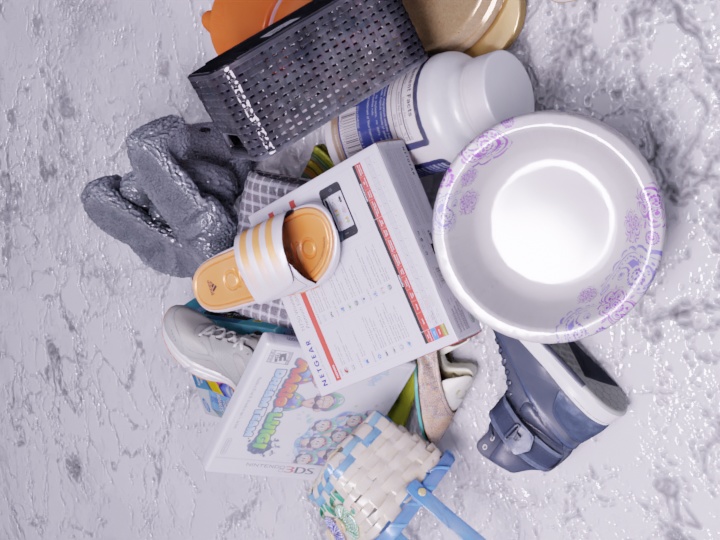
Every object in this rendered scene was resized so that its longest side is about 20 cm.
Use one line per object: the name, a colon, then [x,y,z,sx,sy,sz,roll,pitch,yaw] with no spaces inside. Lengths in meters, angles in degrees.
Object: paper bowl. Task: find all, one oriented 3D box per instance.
paper bowl: [0.170,-0.042,0.927,0.199,0.104,0.202,3,101,15]

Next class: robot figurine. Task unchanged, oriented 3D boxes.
robot figurine: [-0.088,-0.266,1.147,0.199,0.144,0.117,21,128,39]

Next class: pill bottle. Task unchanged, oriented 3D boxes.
pill bottle: [0.068,-0.152,1.025,0.199,0.111,0.112,-10,91,43]

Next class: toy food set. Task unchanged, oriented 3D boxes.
toy food set: [0.078,-0.309,1.031,0.199,0.048,0.199,7,102,43]

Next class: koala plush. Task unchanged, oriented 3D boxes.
koala plush: [-0.190,-0.107,1.234,0.184,0.200,0.177,45,132,-11]

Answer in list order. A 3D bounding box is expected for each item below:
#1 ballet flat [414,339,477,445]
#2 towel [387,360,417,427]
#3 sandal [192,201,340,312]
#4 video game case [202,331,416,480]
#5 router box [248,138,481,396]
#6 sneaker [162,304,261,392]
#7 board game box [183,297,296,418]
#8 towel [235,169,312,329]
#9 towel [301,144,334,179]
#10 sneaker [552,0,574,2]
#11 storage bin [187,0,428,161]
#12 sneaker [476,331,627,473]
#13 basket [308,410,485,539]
ballet flat: [0.086,0.089,1.084,0.067,0.068,0.201,-5,104,19]
towel: [0.038,0.094,1.164,0.086,0.018,0.201,34,120,35]
sandal: [-0.106,0.001,1.016,0.206,0.059,0.080,-25,85,36]
video game case: [-0.058,0.157,1.142,0.201,0.181,0.024,-62,31,31]
router box: [0.000,0.000,1.009,0.179,0.049,0.201,-25,85,36]
sneaker: [-0.139,0.093,1.185,0.200,0.076,0.092,38,130,10]
board game box: [-0.138,0.119,1.283,0.199,0.047,0.152,5,119,43]
towel: [-0.050,-0.015,1.121,0.199,0.085,0.167,14,97,33]
towel: [-0.066,-0.046,1.224,0.086,0.018,0.201,49,127,25]
sneaker: [0.157,-0.340,0.912,0.075,0.088,0.201,-27,82,13]
storage bin: [-0.053,-0.198,0.999,0.094,0.199,0.135,62,166,-18]
sneaker: [0.146,0.104,1.023,0.203,0.077,0.146,54,126,21]
basket: [0.046,0.260,1.097,0.200,0.139,0.177,36,151,7]
